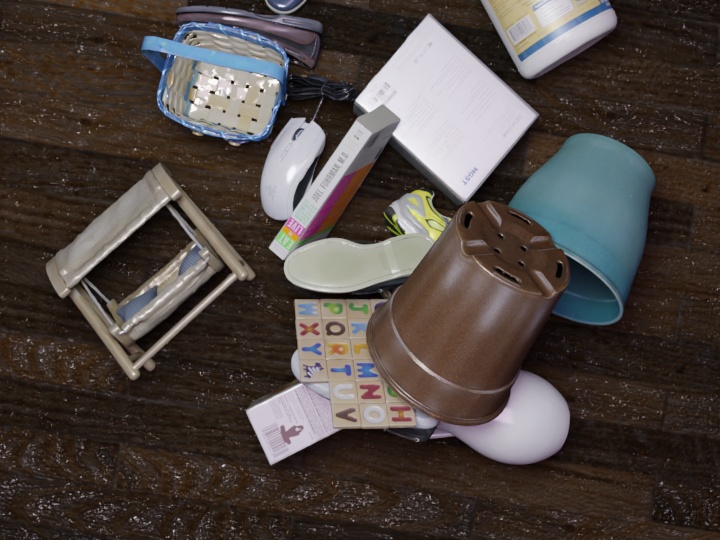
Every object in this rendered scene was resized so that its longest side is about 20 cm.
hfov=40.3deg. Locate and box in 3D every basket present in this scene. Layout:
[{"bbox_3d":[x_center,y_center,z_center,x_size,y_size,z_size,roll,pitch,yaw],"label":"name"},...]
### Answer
[{"bbox_3d":[-0.170,-0.238,1.234,0.173,0.200,0.142,14,81,5],"label":"basket"}]

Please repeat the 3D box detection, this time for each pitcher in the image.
[{"bbox_3d":[0.158,0.194,1.297,0.197,0.172,0.123,14,58,-20],"label":"pitcher"}]

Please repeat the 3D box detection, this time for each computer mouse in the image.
[{"bbox_3d":[-0.084,-0.166,1.306,0.108,0.044,0.203,20,89,26],"label":"computer mouse"}]

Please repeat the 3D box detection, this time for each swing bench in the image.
[{"bbox_3d":[-0.274,-0.004,1.268,0.199,0.130,0.201,-42,91,-2],"label":"swing bench"}]

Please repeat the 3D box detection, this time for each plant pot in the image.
[{"bbox_3d":[0.135,0.041,1.151,0.198,0.201,0.200,29,127,-2],"label":"plant pot"},{"bbox_3d":[0.284,-0.064,1.274,0.198,0.200,0.190,31,73,-2],"label":"plant pot"}]

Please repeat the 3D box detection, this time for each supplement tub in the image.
[{"bbox_3d":[0.231,-0.372,1.287,0.143,0.145,0.202,-29,91,-3],"label":"supplement tub"}]

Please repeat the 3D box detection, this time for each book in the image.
[{"bbox_3d":[-0.031,-0.111,1.242,0.048,0.134,0.201,38,113,3],"label":"book"}]

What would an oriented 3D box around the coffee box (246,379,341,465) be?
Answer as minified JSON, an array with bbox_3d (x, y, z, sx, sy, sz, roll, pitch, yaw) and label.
[{"bbox_3d":[-0.043,0.168,1.286,0.198,0.114,0.081,-26,90,-4],"label":"coffee box"}]

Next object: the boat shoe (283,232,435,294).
[{"bbox_3d":[0.000,-0.002,1.250,0.196,0.066,0.076,-13,69,-11],"label":"boat shoe"}]

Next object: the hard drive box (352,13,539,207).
[{"bbox_3d":[0.111,-0.211,1.314,0.200,0.077,0.156,42,88,-1],"label":"hard drive box"}]

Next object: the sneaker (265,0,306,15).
[{"bbox_3d":[-0.076,-0.442,1.303,0.074,0.085,0.203,21,89,-2],"label":"sneaker"}]

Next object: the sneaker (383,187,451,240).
[{"bbox_3d":[0.119,-0.023,1.316,0.076,0.075,0.201,-40,97,-12],"label":"sneaker"}]

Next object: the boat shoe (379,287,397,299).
[{"bbox_3d":[0.080,0.048,1.316,0.072,0.065,0.200,-42,91,-2],"label":"boat shoe"}]

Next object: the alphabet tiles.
[{"bbox_3d":[0.006,0.109,1.199,0.164,0.202,0.008,1,134,-9],"label":"alphabet tiles"}]

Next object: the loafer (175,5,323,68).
[{"bbox_3d":[-0.149,-0.311,1.308,0.196,0.072,0.064,5,93,-6],"label":"loafer"}]

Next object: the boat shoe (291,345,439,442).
[{"bbox_3d":[0.004,0.155,1.200,0.197,0.069,0.057,22,133,11],"label":"boat shoe"}]
